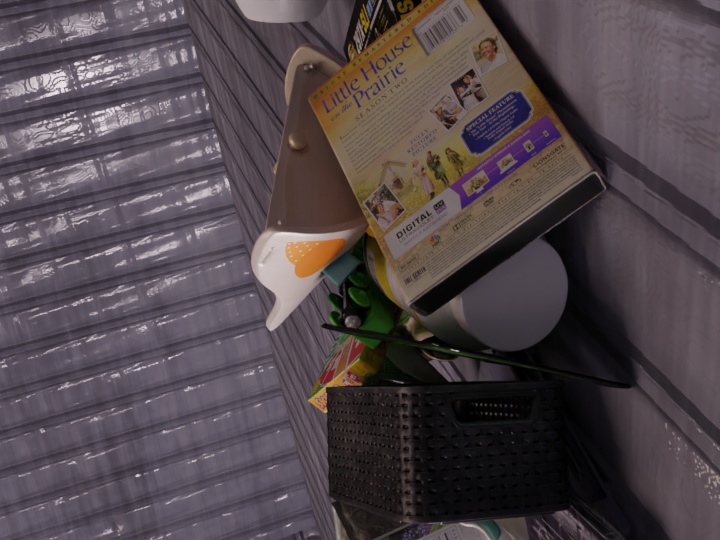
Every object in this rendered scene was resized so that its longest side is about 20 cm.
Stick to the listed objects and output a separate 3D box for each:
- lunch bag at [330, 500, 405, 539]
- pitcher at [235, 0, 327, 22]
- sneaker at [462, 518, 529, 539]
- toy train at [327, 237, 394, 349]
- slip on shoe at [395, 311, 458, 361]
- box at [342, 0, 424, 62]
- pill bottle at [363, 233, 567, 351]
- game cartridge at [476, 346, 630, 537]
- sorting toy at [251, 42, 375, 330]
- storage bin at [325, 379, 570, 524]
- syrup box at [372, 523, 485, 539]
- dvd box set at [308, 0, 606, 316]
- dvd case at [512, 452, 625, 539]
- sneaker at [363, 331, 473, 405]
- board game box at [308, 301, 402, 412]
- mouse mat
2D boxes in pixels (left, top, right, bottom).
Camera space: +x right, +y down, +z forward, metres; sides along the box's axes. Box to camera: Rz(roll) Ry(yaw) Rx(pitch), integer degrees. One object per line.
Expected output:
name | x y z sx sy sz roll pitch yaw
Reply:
lunch bag | 0.061 0.345 1.196 0.118 0.162 0.202 52 157 45
pitcher | -0.067 -0.349 0.952 0.171 0.120 0.203 33 130 49
sneaker | 0.149 0.300 0.890 0.070 0.092 0.203 147 106 -78
toy train | 0.000 0.000 0.875 0.056 0.042 0.201 32 -156 -19
slip on shoe | 0.075 0.062 0.945 0.201 0.075 0.062 115 151 -63
box | 0.040 -0.165 0.837 0.200 0.049 0.162 122 132 -76
pill bottle | 0.077 -0.005 0.739 0.200 0.110 0.114 -143 37 -70
game cartridge | 0.154 0.154 0.811 0.130 0.038 0.202 83 165 -55
sorting toy | -0.040 -0.043 0.798 0.181 0.105 0.202 123 159 -49
storage bin | 0.060 0.135 0.756 0.200 0.133 0.096 160 109 -69
syrup box | 0.074 0.286 0.962 0.079 0.197 0.083 116 131 -73
dvd box set | 0.056 -0.090 0.659 0.029 0.146 0.202 34 -155 -53
dvd case | 0.174 0.256 0.754 0.149 0.016 0.203 -141 36 -66
sneaker | 0.058 0.160 0.940 0.199 0.115 0.076 42 166 -4
board game box | 0.015 0.036 0.925 0.030 0.201 0.095 37 137 -9
mouse mat | 0.075 0.060 0.698 0.199 0.159 0.008 5 82 66
